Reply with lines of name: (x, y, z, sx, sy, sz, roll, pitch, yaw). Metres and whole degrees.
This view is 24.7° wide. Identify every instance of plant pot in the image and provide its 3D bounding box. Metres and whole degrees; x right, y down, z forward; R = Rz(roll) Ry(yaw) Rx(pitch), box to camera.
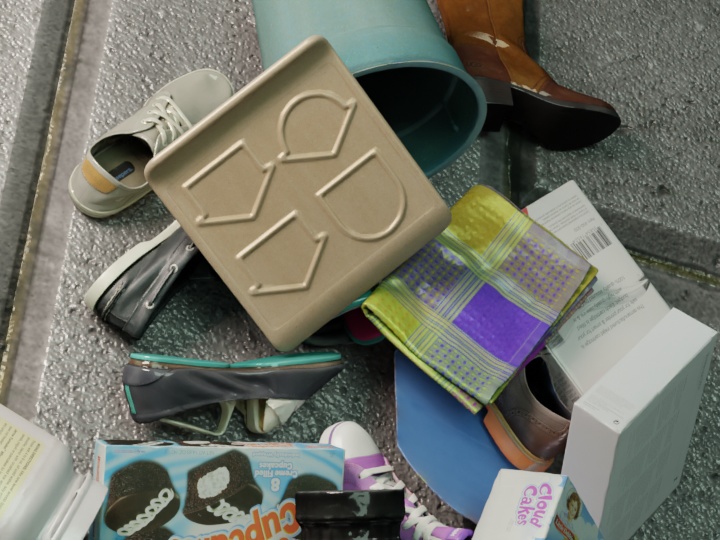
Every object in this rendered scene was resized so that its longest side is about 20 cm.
plant pot: (-0.009, -0.199, 1.487, 0.199, 0.200, 0.197, -1, 57, -26)

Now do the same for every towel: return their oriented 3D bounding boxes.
towel: (0.105, 0.017, 1.415, 0.143, 0.023, 0.200, 41, 53, 8)

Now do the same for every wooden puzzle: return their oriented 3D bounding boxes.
wooden puzzle: (-0.051, -0.063, 1.351, 0.185, 0.046, 0.200, -38, 107, -3)

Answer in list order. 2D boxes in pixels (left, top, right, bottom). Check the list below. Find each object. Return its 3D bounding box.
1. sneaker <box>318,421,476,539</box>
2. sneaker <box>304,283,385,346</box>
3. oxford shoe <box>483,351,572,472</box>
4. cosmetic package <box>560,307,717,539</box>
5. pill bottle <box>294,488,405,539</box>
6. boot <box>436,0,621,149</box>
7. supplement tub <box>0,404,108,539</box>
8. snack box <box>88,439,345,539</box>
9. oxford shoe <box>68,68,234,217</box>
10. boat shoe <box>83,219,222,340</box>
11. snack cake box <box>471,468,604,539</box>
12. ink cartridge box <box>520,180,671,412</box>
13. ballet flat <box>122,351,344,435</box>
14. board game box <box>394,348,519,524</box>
sneaker: (0.043, 0.203, 1.332, 0.072, 0.114, 0.201, -8, 70, -49)
sneaker: (0.000, 0.000, 1.439, 0.200, 0.084, 0.121, -32, 76, -26)
oxford shoe: (0.126, 0.079, 1.449, 0.071, 0.073, 0.200, -2, 52, -53)
cosmetic package: (0.231, 0.151, 1.405, 0.052, 0.201, 0.151, 33, 50, 28)
pill bottle: (-0.006, 0.268, 1.251, 0.111, 0.112, 0.201, 2, 81, -24)
boot: (0.164, -0.223, 1.664, 0.187, 0.069, 0.201, 3, 56, -16)
supplement tub: (-0.298, 0.157, 1.180, 0.199, 0.145, 0.145, 33, 55, -7)
snack box: (-0.112, 0.194, 1.287, 0.199, 0.037, 0.117, 3, 91, -24)
oxford shoe: (-0.174, -0.118, 1.436, 0.075, 0.058, 0.200, 44, 53, 4)
boat shoe: (-0.138, -0.013, 1.385, 0.066, 0.075, 0.199, 45, 57, 10)
snack cake box: (0.157, 0.268, 1.325, 0.200, 0.067, 0.115, 58, 46, -36)
ink cartridge box: (0.191, 0.040, 1.512, 0.146, 0.083, 0.200, -29, 79, -33)
ballet flat: (-0.104, 0.101, 1.356, 0.199, 0.073, 0.073, 1, 64, -32)
board game box: (0.081, 0.154, 1.415, 0.158, 0.039, 0.201, 30, 31, -22)
